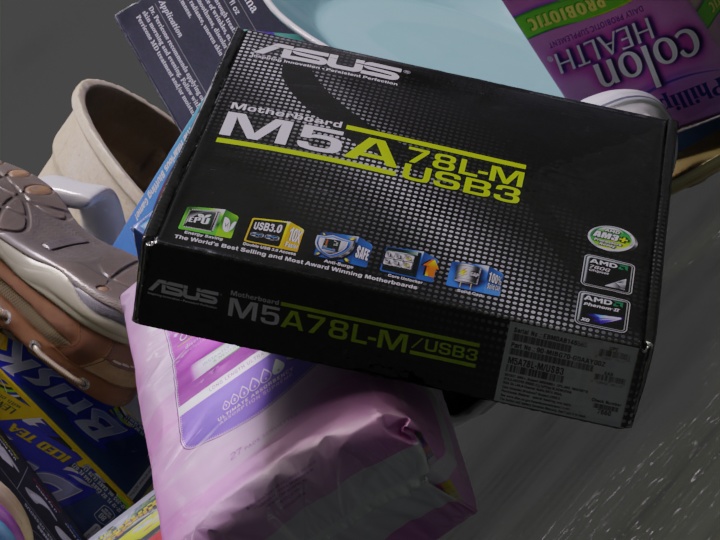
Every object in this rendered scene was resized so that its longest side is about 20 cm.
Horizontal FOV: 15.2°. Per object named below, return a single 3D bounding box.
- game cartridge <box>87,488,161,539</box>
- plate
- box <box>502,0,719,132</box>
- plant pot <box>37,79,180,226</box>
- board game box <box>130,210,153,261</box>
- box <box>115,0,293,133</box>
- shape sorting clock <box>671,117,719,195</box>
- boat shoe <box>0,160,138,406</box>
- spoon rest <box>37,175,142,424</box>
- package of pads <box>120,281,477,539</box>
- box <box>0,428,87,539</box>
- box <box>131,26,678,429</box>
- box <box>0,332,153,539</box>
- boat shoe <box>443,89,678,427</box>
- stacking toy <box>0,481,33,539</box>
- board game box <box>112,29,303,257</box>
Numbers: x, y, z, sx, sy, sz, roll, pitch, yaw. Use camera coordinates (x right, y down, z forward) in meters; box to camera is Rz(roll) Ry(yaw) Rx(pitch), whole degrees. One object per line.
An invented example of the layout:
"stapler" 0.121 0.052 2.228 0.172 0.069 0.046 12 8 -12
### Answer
"game cartridge" -0.097 0.137 1.247 0.200 0.041 0.133 -37 6 -3
"plate" 0.043 -0.113 1.349 0.200 0.199 0.026 -58 -15 -65
"box" 0.134 -0.192 1.280 0.096 0.200 0.176 -20 23 44
"plant pot" -0.152 0.021 1.607 0.184 0.200 0.201 -46 7 13
"board game box" -0.046 0.007 1.350 0.135 0.034 0.200 -40 -27 -24
"box" -0.008 -0.113 1.571 0.182 0.201 0.104 -33 -12 16
"shape sorting clock" 0.158 -0.076 1.336 0.200 0.039 0.200 -33 16 11
"boat shoe" -0.177 0.003 1.398 0.076 0.200 0.072 -7 -55 -46
"spoon rest" -0.155 0.038 1.496 0.099 0.201 0.061 15 26 20
"package of pads" -0.028 0.053 1.110 0.120 0.076 0.200 -32 33 11
"box" -0.259 0.166 1.380 0.200 0.132 0.115 -35 10 9
"box" 0.024 -0.022 1.088 0.193 0.199 0.048 -72 -7 -57
"box" -0.200 0.063 1.447 0.070 0.200 0.064 -42 6 27
"boat shoe" 0.084 -0.002 1.190 0.200 0.074 0.065 -52 22 -17
"stacking toy" -0.180 0.152 1.172 0.085 0.086 0.200 -36 16 0
"board game box" -0.037 -0.037 1.415 0.152 0.045 0.200 0 -42 -37
